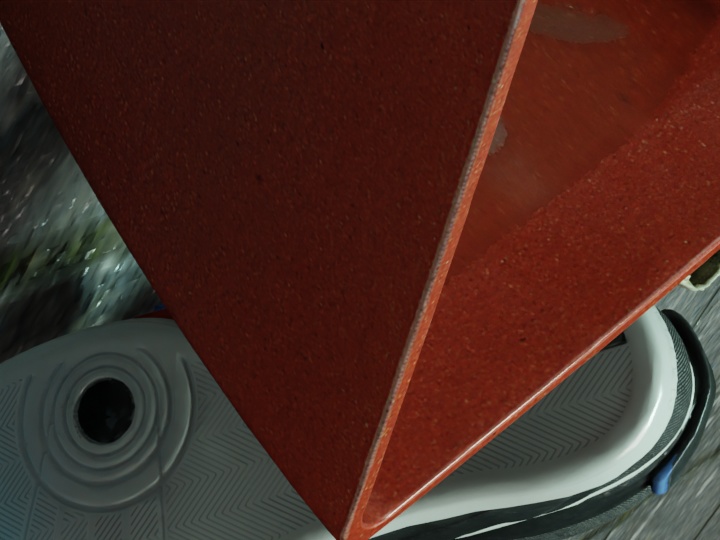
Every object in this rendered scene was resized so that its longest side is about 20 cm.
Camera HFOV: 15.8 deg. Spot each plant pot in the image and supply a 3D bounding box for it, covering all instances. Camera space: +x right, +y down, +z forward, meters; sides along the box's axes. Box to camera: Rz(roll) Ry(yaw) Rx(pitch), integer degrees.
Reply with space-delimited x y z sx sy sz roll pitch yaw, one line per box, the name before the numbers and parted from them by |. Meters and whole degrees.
plant pot | 0.019 -0.103 0.539 0.199 0.176 0.200 -36 158 -32

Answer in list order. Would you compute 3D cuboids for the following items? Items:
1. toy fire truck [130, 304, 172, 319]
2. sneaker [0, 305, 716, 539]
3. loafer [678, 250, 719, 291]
toy fire truck | 0.000 0.000 0.824 0.199 0.142 0.049 -6 171 -36
sneaker | -0.004 0.052 0.680 0.199 0.074 0.112 -9 166 18
loafer | 0.137 -0.074 0.880 0.075 0.068 0.201 -21 148 -46
